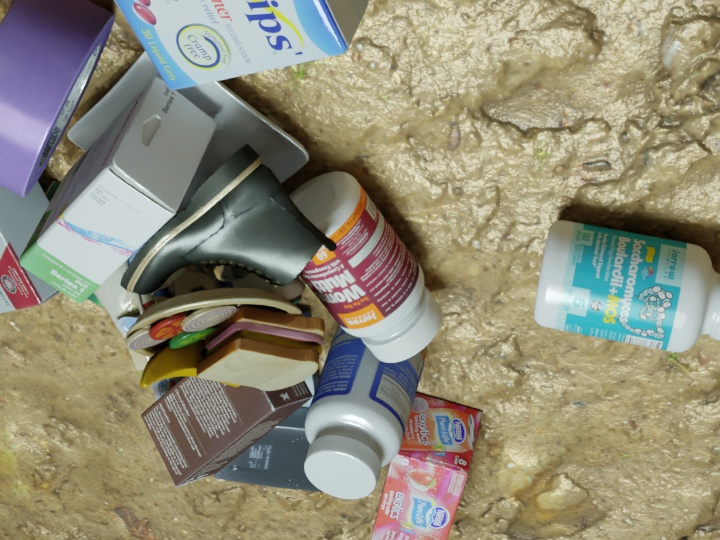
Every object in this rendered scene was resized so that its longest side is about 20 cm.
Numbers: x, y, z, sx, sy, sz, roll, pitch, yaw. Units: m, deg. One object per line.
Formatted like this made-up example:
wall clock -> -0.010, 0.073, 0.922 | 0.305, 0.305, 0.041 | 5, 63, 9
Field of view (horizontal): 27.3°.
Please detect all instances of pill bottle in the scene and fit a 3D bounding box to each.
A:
pill bottle -> 0.001, 0.153, 1.669 | 0.111, 0.201, 0.113 | 10, 137, 10
pill bottle -> 0.000, 0.000, 1.580 | 0.109, 0.110, 0.200 | -16, 127, 32
pill bottle -> 0.281, 0.019, 1.498 | 0.199, 0.111, 0.111 | 10, 137, 9

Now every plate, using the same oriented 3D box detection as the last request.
plate -> -0.179, -0.139, 1.560 | 0.199, 0.032, 0.200 | 38, 135, -18

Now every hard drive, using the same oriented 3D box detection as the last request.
hard drive -> -0.076, 0.218, 1.816 | 0.198, 0.043, 0.135 | 7, 140, -4

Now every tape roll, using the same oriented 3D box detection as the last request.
tape roll -> -0.320, -0.179, 1.446 | 0.085, 0.201, 0.200 | 27, 137, -9

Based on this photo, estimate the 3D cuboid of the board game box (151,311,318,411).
board game box -> -0.151, 0.128, 1.782 | 0.198, 0.044, 0.200 | 0, 138, 4

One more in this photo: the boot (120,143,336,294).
boot -> -0.135, -0.010, 1.488 | 0.138, 0.077, 0.200 | 45, 115, -4

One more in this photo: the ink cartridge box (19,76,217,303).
ink cartridge box -> -0.247, -0.080, 1.513 | 0.084, 0.145, 0.200 | 36, 135, -18

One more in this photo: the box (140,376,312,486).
box -> -0.155, 0.154, 1.693 | 0.200, 0.075, 0.101 | -40, 73, 38

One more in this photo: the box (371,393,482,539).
box -> 0.079, 0.256, 1.821 | 0.095, 0.100, 0.201 | 16, 137, 4

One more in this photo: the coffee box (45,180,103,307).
coffee box -> -0.293, -0.010, 1.723 | 0.199, 0.044, 0.123 | 29, 137, -11

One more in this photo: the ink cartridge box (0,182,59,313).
ink cartridge box -> -0.428, -0.027, 1.678 | 0.199, 0.083, 0.146 | -12, 112, 41

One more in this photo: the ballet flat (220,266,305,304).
ballet flat -> -0.115, 0.003, 1.629 | 0.069, 0.070, 0.200 | 38, 168, -20

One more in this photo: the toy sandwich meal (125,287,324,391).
toy sandwich meal -> -0.140, 0.079, 1.520 | 0.204, 0.071, 0.205 | -8, 160, -3

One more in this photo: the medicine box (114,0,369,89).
medicine box -> -0.119, -0.279, 1.343 | 0.199, 0.103, 0.183 | -8, 131, 27

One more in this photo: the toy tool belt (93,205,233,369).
toy tool belt -> -0.195, 0.018, 1.605 | 0.199, 0.125, 0.124 | -32, 76, 30
